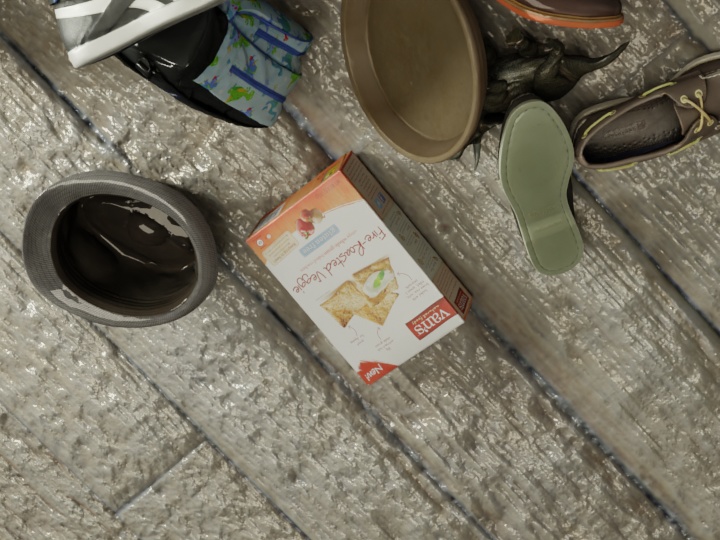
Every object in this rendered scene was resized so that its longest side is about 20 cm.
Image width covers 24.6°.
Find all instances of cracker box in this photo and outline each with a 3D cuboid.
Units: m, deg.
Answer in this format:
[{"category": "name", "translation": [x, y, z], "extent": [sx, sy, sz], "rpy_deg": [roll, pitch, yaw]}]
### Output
[{"category": "cracker box", "translation": [0.000, 0.000, 1.659], "extent": [0.133, 0.058, 0.200], "rpy_deg": [-35, 104, 27]}]

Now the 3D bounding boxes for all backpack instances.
[{"category": "backpack", "translation": [-0.134, -0.206, 1.516], "extent": [0.162, 0.155, 0.200], "rpy_deg": [28, 168, 36]}]

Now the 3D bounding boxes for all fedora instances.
[{"category": "fedora", "translation": [-0.237, -0.034, 1.684], "extent": [0.197, 0.091, 0.179], "rpy_deg": [8, 119, 3]}]

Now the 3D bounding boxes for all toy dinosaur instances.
[{"category": "toy dinosaur", "translation": [0.152, -0.180, 1.527], "extent": [0.198, 0.102, 0.078], "rpy_deg": [-27, 66, 12]}]

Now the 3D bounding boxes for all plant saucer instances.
[{"category": "plant saucer", "translation": [0.051, -0.198, 1.510], "extent": [0.199, 0.029, 0.202], "rpy_deg": [32, 133, 43]}]

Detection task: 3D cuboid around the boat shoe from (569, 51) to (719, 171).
[{"category": "boat shoe", "translation": [0.287, -0.142, 1.505], "extent": [0.198, 0.060, 0.073], "rpy_deg": [-19, 110, 12]}]

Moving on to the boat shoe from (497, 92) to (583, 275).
[{"category": "boat shoe", "translation": [0.163, -0.087, 1.542], "extent": [0.071, 0.061, 0.203], "rpy_deg": [-15, 131, 1]}]

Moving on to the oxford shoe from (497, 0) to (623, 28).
[{"category": "oxford shoe", "translation": [0.148, -0.272, 1.483], "extent": [0.198, 0.071, 0.073], "rpy_deg": [20, 114, 4]}]

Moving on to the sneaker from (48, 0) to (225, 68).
[{"category": "sneaker", "translation": [-0.176, -0.255, 1.362], "extent": [0.198, 0.073, 0.113], "rpy_deg": [-23, 98, 15]}]
